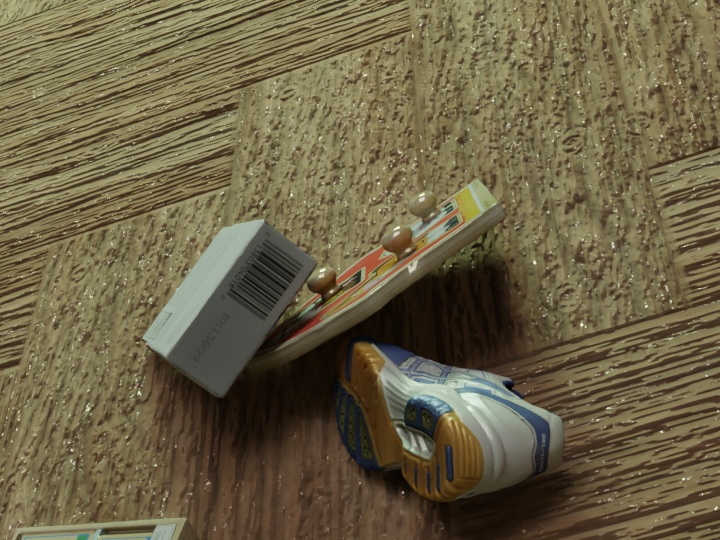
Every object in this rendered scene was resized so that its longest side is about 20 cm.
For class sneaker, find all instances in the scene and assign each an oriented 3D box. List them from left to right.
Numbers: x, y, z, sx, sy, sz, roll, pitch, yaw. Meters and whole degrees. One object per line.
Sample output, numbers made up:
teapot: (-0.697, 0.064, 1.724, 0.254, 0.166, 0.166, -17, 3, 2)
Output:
sneaker: (0.050, 0.090, 1.013, 0.088, 0.075, 0.200, -4, 17, -24)

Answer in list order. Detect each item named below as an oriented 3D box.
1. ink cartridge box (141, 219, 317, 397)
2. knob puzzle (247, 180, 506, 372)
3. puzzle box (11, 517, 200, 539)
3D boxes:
ink cartridge box: (-0.095, 0.024, 1.149, 0.109, 0.050, 0.200, -54, 10, -7)
knob puzzle: (0.000, 0.000, 1.112, 0.219, 0.030, 0.220, -35, 7, 5)
puzzle box: (-0.186, 0.231, 0.989, 0.133, 0.025, 0.200, -8, 36, 24)
